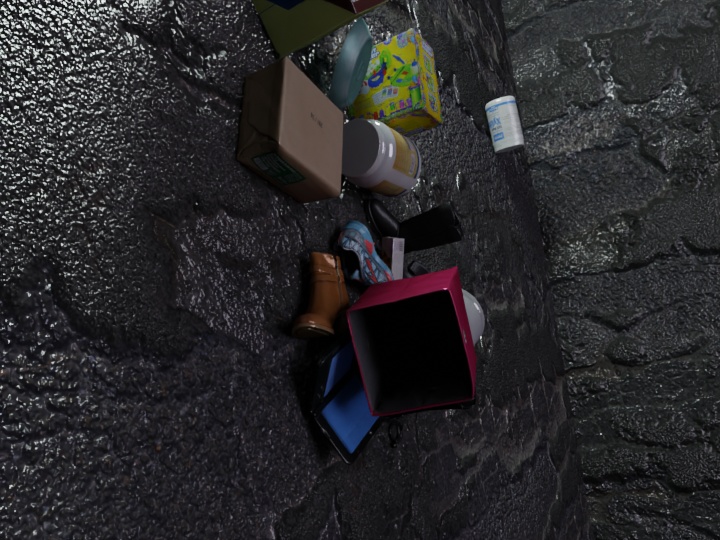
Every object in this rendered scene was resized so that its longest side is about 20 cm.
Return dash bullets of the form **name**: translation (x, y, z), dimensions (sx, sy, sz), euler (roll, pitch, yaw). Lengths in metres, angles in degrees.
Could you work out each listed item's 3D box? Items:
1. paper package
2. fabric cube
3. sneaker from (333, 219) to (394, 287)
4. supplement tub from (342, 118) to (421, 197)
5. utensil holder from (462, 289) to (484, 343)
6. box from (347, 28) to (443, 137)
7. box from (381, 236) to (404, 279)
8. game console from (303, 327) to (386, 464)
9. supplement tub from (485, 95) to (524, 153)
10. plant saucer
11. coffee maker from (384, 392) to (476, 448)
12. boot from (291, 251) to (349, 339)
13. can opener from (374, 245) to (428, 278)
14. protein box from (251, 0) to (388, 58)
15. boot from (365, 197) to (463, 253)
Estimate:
- **paper package**: translation (-0.122, -0.251, 1.107), dimensions (0.199, 0.101, 0.197), euler (32, 52, -53)
- **fabric cube**: translation (0.105, 0.125, 1.112), dimensions (0.199, 0.194, 0.202), euler (-38, 115, -73)
- **sneaker**: translation (0.000, 0.000, 1.279), dimensions (0.096, 0.078, 0.203), euler (-47, 116, -37)
- **supplement tub**: translation (0.039, -0.254, 1.349), dimensions (0.198, 0.141, 0.150), euler (8, 72, -59)
- **utensil holder**: translation (0.199, 0.159, 1.464), dimensions (0.200, 0.166, 0.174), euler (-40, 113, -54)
- **box**: translation (0.075, -0.426, 1.421), dimensions (0.121, 0.195, 0.199), euler (10, 72, -58)
- **box**: translation (0.069, 0.028, 1.349), dimensions (0.041, 0.038, 0.207), euler (-1, 94, -42)
- **game console**: translation (-0.008, 0.216, 1.111), dimensions (0.200, 0.114, 0.181), euler (-38, 146, -59)
- **supplement tub**: translation (0.600, -0.607, 2.487), dimensions (0.131, 0.129, 0.207), euler (-12, 89, -60)
- **plant saucer**: translation (-0.015, -0.443, 1.312), dimensions (0.200, 0.035, 0.205), euler (23, 89, -84)
- **coffee maker**: translation (0.147, 0.264, 1.294), dimensions (0.134, 0.195, 0.198), euler (-29, 104, -58)
- **boot**: translation (-0.073, 0.043, 1.106), dimensions (0.198, 0.075, 0.161), euler (7, 75, -62)
- **can opener**: translation (0.086, -0.006, 1.433), dimensions (0.198, 0.063, 0.080), euler (32, 79, -40)
- **protein box**: translation (-0.078, -0.550, 1.194), dimensions (0.138, 0.194, 0.201), euler (63, 33, -19)
- **boot**: translation (0.127, -0.120, 1.399), dimensions (0.167, 0.195, 0.066), euler (60, 34, -28)
